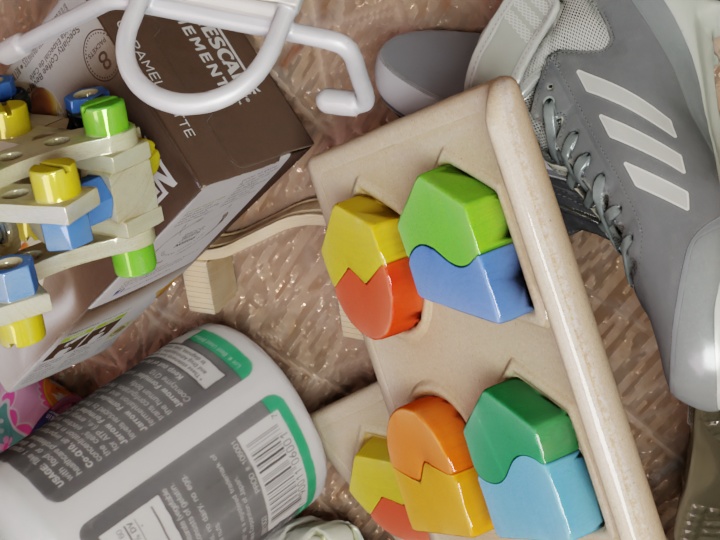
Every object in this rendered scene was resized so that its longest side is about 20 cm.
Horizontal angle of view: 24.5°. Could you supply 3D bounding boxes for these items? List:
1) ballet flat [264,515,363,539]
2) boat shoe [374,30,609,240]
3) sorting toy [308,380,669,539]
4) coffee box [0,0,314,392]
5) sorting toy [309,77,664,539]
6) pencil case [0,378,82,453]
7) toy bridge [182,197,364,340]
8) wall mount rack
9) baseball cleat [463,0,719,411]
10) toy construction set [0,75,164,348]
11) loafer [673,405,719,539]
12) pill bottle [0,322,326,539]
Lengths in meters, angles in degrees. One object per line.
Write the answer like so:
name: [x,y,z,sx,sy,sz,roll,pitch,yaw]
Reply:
ballet flat: [-0.002,0.170,0.871,0.200,0.069,0.070,32,135,39]
boat shoe: [0.096,-0.040,0.696,0.199,0.070,0.066,19,128,10]
sorting toy: [0.066,0.126,0.800,0.185,0.036,0.200,51,149,-7]
coffee box: [-0.128,-0.043,0.801,0.200,0.080,0.115,-40,80,42]
sorting toy: [0.037,0.032,0.647,0.200,0.036,0.186,-13,96,69]
pencil case: [-0.251,0.083,0.972,0.199,0.087,0.088,20,128,21]
toy bridge: [0.000,0.000,0.801,0.199,0.027,0.068,9,122,28]
wall mount rack: [-0.061,-0.139,0.670,0.173,0.201,0.075,13,157,16]
baseball cleat: [0.092,-0.037,0.618,0.106,0.201,0.070,-4,147,9]
toy construction set: [-0.162,-0.039,0.683,0.199,0.131,0.093,24,128,29]
loafer: [0.168,0.048,0.680,0.076,0.068,0.200,10,139,0]
pill bottle: [-0.124,0.121,0.826,0.113,0.200,0.113,38,146,31]
